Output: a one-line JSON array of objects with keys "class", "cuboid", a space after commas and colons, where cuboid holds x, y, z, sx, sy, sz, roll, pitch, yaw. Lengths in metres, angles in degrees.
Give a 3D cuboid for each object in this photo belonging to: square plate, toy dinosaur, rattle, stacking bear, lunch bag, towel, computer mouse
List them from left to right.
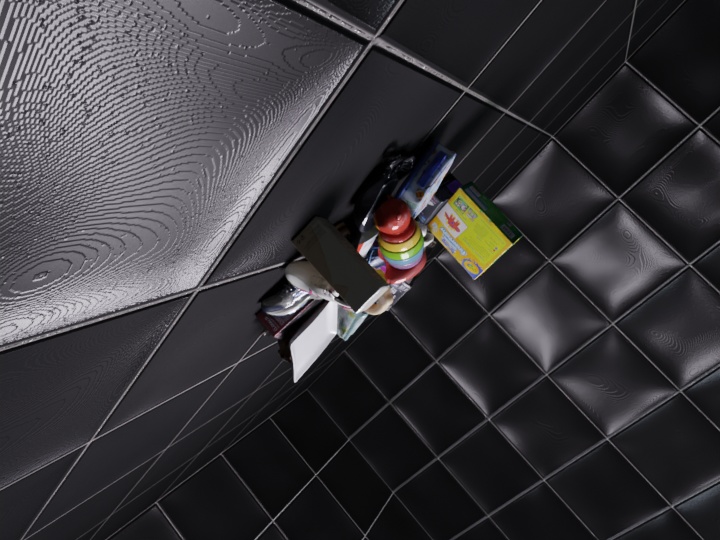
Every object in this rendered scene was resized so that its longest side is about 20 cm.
[{"class": "toy dinosaur", "cuboid": [-0.188, 0.184, 1.463, 0.200, 0.136, 0.086, -35, 168, -39]}, {"class": "square plate", "cuboid": [-0.129, 0.180, 1.379, 0.200, 0.028, 0.199, -49, 156, -34]}, {"class": "towel", "cuboid": [-0.065, 0.108, 1.523, 0.048, 0.171, 0.200, -33, 167, -33]}, {"class": "rattle", "cuboid": [-0.020, 0.074, 1.313, 0.199, 0.131, 0.143, -15, -162, 48]}, {"class": "computer mouse", "cuboid": [0.038, -0.177, 1.121, 0.201, 0.053, 0.138, -59, 166, 23]}, {"class": "stacking bear", "cuboid": [0.084, -0.081, 1.152, 0.113, 0.122, 0.200, -17, 143, 3]}, {"class": "lunch bag", "cuboid": [0.145, -0.208, 1.209, 0.201, 0.075, 0.160, -55, 176, -21]}]

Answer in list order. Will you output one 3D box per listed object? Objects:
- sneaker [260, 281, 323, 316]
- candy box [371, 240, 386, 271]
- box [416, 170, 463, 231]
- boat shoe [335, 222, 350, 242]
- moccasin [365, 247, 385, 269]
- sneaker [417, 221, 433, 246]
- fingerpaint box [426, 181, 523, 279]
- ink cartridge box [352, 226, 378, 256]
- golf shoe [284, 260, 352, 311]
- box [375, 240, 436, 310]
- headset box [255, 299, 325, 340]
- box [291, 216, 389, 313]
[{"class": "sneaker", "cuboid": [-0.150, 0.036, 1.216, 0.199, 0.077, 0.086, -24, 124, -10]}, {"class": "candy box", "cuboid": [0.018, 0.006, 1.499, 0.200, 0.136, 0.061, -55, -178, 46]}, {"class": "box", "cuboid": [0.182, -0.189, 1.444, 0.122, 0.106, 0.200, -32, 166, -38]}, {"class": "boat shoe", "cuboid": [-0.055, -0.041, 1.248, 0.070, 0.070, 0.200, -33, 165, -25]}, {"class": "moccasin", "cuboid": [0.000, 0.000, 1.392, 0.199, 0.069, 0.080, -23, 136, 27]}, {"class": "sneaker", "cuboid": [0.117, -0.117, 1.371, 0.099, 0.075, 0.199, -26, 142, 37]}, {"class": "fingerpaint box", "cuboid": [0.303, -0.107, 1.366, 0.073, 0.200, 0.167, -31, 164, -43]}, {"class": "ink cartridge box", "cuboid": [0.002, -0.043, 1.257, 0.160, 0.047, 0.201, 120, -14, -59]}, {"class": "golf shoe", "cuboid": [-0.073, 0.028, 1.131, 0.092, 0.199, 0.073, 153, -40, -78]}, {"class": "box", "cuboid": [0.133, 0.006, 1.500, 0.200, 0.050, 0.158, -55, -178, -39]}, {"class": "headset box", "cuboid": [-0.177, 0.100, 1.333, 0.200, 0.077, 0.149, -43, 170, -7]}, {"class": "box", "cuboid": [-0.039, -0.012, 1.053, 0.078, 0.200, 0.095, -44, 169, 9]}]
